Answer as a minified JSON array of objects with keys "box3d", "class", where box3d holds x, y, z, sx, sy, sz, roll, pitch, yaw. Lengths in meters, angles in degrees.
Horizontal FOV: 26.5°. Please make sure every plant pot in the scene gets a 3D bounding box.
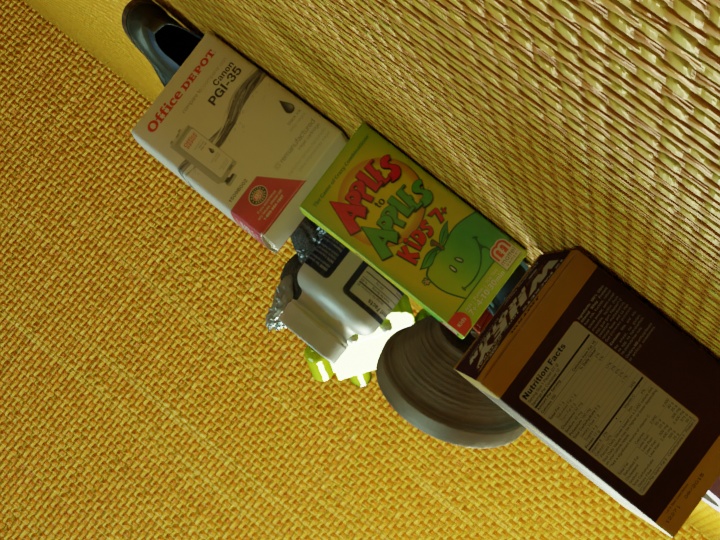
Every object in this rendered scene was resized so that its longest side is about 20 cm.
[{"box3d":[0.125,0.111,1.833,0.198,0.093,0.202,14,-146,-9],"class":"plant pot"}]

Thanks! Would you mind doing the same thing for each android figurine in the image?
[{"box3d":[0.015,0.089,1.978,0.201,0.180,0.041,76,177,-61],"class":"android figurine"}]

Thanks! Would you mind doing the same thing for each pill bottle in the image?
[{"box3d":[0.000,0.000,1.702,0.111,0.201,0.111,38,177,2],"class":"pill bottle"}]

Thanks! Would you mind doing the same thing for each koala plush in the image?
[{"box3d":[-0.052,-0.007,1.987,0.176,0.203,0.183,17,176,-41],"class":"koala plush"}]

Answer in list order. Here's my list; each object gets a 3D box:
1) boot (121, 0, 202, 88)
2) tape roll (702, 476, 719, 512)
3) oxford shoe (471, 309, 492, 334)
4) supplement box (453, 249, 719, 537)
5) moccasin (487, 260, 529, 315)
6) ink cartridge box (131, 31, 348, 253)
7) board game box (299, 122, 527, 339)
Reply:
[{"box3d":[-0.198,-0.235,1.810,0.200,0.075,0.097,42,179,-30],"class":"boot"},{"box3d":[0.342,0.181,1.607,0.199,0.066,0.200,39,178,1],"class":"tape roll"},{"box3d":[0.144,0.042,1.775,0.199,0.072,0.073,31,172,31],"class":"oxford shoe"},{"box3d":[0.204,0.097,1.295,0.199,0.133,0.197,38,178,-2],"class":"supplement box"},{"box3d":[0.080,-0.030,1.528,0.199,0.068,0.080,38,178,19],"class":"moccasin"},{"box3d":[-0.130,-0.140,1.674,0.199,0.147,0.083,37,177,16],"class":"ink cartridge box"},{"box3d":[0.050,-0.037,1.457,0.199,0.102,0.048,38,178,3],"class":"board game box"}]
